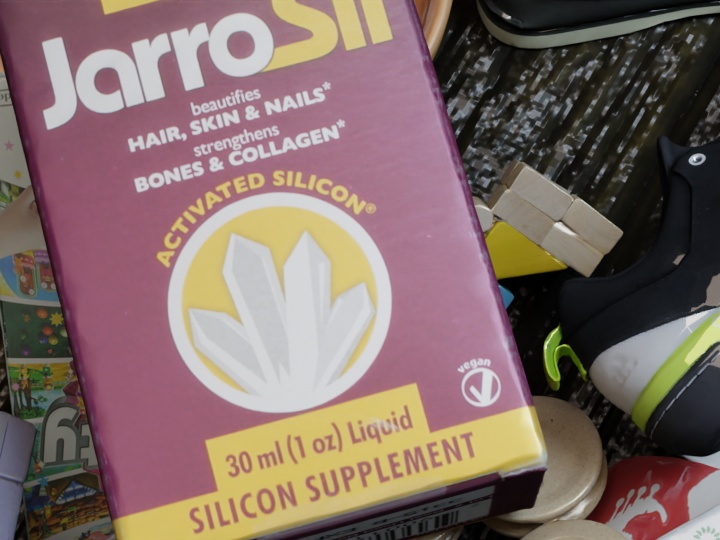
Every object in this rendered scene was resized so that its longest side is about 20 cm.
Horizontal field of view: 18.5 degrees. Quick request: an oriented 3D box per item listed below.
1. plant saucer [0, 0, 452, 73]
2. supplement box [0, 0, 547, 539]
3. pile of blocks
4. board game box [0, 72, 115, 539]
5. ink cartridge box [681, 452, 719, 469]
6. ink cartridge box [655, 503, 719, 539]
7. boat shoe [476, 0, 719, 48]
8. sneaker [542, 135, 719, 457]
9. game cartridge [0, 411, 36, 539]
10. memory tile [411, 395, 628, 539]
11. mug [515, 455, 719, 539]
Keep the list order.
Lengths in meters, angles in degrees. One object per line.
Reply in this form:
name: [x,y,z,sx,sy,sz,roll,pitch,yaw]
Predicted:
plant saucer: [-0.060,-0.120,0.926,0.200,0.037,0.200,-1,67,2]
supplement box: [-0.029,-0.009,0.697,0.131,0.103,0.200,-16,76,-1]
pile of blocks: [0.000,0.000,0.865,0.200,0.062,0.082,-3,96,1]
board game box: [-0.053,0.021,0.805,0.148,0.064,0.200,-6,97,1]
ink cartridge box: [0.200,0.010,0.809,0.129,0.125,0.200,24,71,13]
ink cartridge box: [0.200,0.083,0.694,0.200,0.039,0.099,-28,71,-3]
boat shoe: [0.144,-0.148,0.915,0.201,0.063,0.074,-16,65,-5]
sneaker: [0.137,-0.030,0.723,0.083,0.072,0.200,39,75,18]
game cartridge: [-0.167,0.125,0.751,0.038,0.200,0.130,24,64,-22]
memory tile: [0.022,0.136,0.708,0.153,0.017,0.200,-14,50,5]
mug: [0.076,0.161,0.739,0.178,0.133,0.200,40,66,-21]
